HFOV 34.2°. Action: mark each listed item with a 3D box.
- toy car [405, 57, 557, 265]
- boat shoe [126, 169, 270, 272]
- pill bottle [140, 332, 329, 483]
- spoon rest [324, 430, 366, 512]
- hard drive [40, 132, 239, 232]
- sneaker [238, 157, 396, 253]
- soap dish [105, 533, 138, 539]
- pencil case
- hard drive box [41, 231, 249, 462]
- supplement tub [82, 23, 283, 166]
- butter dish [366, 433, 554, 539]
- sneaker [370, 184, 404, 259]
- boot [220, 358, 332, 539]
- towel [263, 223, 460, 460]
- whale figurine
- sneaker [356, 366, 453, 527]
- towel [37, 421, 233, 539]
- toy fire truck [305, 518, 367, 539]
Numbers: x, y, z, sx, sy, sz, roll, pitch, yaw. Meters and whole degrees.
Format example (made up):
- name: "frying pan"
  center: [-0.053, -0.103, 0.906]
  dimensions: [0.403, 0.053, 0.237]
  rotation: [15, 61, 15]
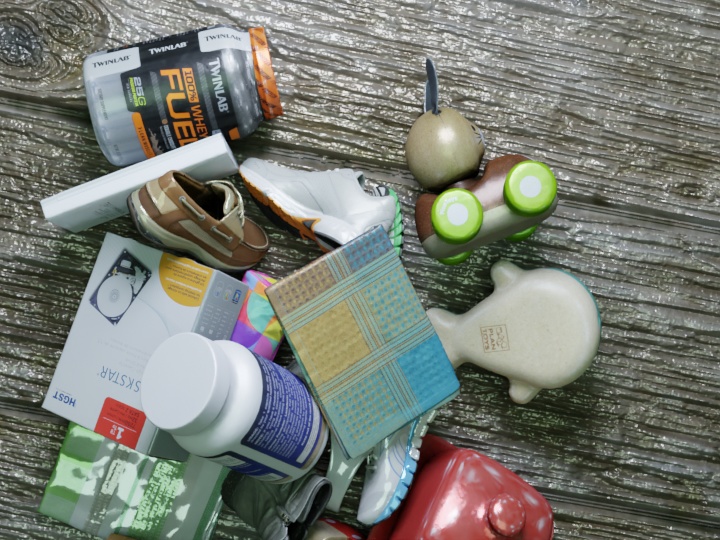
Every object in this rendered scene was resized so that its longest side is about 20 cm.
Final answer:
- name: "toy car"
  center: [0.112, -0.127, 1.266]
  dimensions: [0.155, 0.164, 0.203]
  rotation: [-20, 81, -1]
- name: "boat shoe"
  center: [-0.155, -0.054, 1.231]
  dimensions: [0.074, 0.199, 0.076]
  rotation: [-40, 63, 19]
- name: "pill bottle"
  center: [-0.125, 0.138, 1.176]
  dimensions: [0.114, 0.200, 0.118]
  rotation: [-12, 63, 26]
- name: "spoon rest"
  center: [-0.005, 0.178, 1.315]
  dimensions: [0.098, 0.061, 0.203]
  rotation: [20, 92, -4]
- name: "hard drive"
  center: [-0.231, -0.091, 1.255]
  dimensions: [0.197, 0.132, 0.027]
  rotation: [-21, 87, -2]
- name: "sneaker"
  center: [-0.044, -0.080, 1.279]
  dimensions: [0.198, 0.076, 0.092]
  rotation: [32, 73, 25]
- name: "soap dish"
  center: [-0.256, 0.390, 1.232]
  dimensions: [0.080, 0.200, 0.160]
  rotation: [-13, 102, 10]
- name: "pencil case"
  center: [-0.136, 0.096, 1.294]
  dimensions: [0.088, 0.088, 0.202]
  rotation: [32, 93, -4]
- name: "hard drive box"
  center: [-0.228, 0.081, 1.250]
  dimensions: [0.154, 0.077, 0.203]
  rotation: [16, 84, 26]
- name: "supplement tub"
  center: [-0.188, -0.192, 1.258]
  dimensions: [0.196, 0.123, 0.125]
  rotation: [-14, 93, -2]
- name: "butter dish"
  center: [0.129, 0.280, 1.254]
  dimensions: [0.198, 0.148, 0.201]
  rotation: [34, 55, -4]
- name: "sneaker"
  center: [0.000, 0.000, 1.287]
  dimensions: [0.084, 0.078, 0.204]
  rotation: [14, 78, -1]
- name: "boot"
  center: [-0.066, 0.207, 1.273]
  dimensions: [0.067, 0.130, 0.202]
  rotation: [25, 93, -42]
- name: "towel"
  center: [0.004, 0.074, 1.210]
  dimensions: [0.145, 0.022, 0.202]
  rotation: [-28, 101, -8]
- name: "whale figurine"
  center: [0.173, 0.066, 1.312]
  dimensions: [0.197, 0.104, 0.162]
  rotation: [-10, 94, 23]
- name: "sneaker"
  center: [0.025, 0.175, 1.267]
  dimensions: [0.086, 0.075, 0.203]
  rotation: [26, 73, -17]
- name: "towel"
  center: [-0.250, 0.243, 1.322]
  dimensions: [0.197, 0.031, 0.152]
  rotation: [21, 91, -3]
- name: "toy fire truck"
  center: [-0.003, 0.381, 1.309]
  dimensions: [0.198, 0.128, 0.179]
  rotation: [13, 93, -43]
